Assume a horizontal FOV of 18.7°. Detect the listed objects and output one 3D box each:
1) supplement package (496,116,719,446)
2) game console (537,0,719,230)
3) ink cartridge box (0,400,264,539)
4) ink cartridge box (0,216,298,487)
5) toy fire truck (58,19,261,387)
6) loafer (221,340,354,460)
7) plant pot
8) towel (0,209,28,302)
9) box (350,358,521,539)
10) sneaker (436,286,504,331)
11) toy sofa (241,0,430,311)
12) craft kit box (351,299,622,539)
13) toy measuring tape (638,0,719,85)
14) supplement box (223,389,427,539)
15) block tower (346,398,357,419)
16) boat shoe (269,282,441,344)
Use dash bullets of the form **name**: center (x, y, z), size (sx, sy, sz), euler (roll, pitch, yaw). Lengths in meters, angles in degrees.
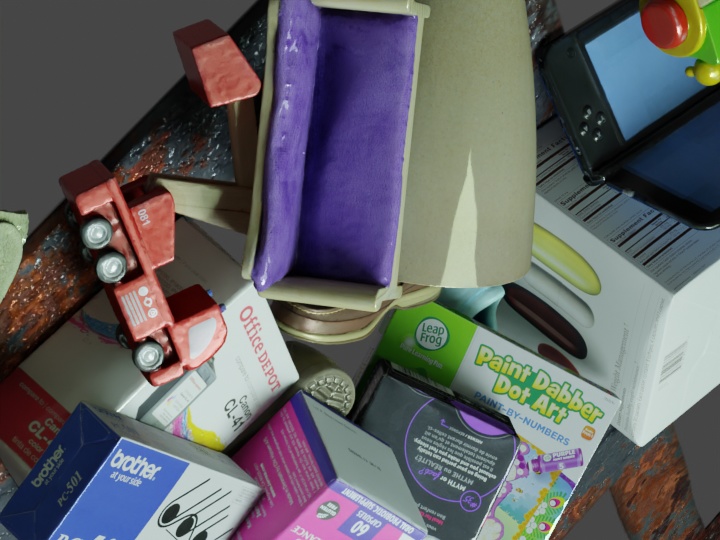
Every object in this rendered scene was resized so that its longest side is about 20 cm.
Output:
- **supplement package**: center (0.217, -0.005, 1.824), size (0.147, 0.200, 0.192), euler (-33, 147, -30)
- **game console**: center (0.267, -0.143, 1.743), size (0.200, 0.118, 0.171), euler (-33, 104, -33)
- **ink cartridge box**: center (-0.147, 0.153, 1.446), size (0.094, 0.044, 0.200), euler (-53, 151, 2)
- **ink cartridge box**: center (-0.150, 0.084, 1.496), size (0.200, 0.086, 0.148), euler (-42, 150, -14)
- **toy fire truck**: center (-0.110, -0.040, 1.377), size (0.140, 0.049, 0.201), euler (-26, 115, -11)
- **loafer**: center (-0.089, 0.128, 1.615), size (0.200, 0.068, 0.076), euler (-40, 130, 10)
- **plant pot**: center (0.044, -0.115, 1.486), size (0.187, 0.187, 0.201), euler (-12, 119, -51)
- **towel**: center (-0.281, 0.045, 1.305), size (0.148, 0.036, 0.201), euler (1, 122, -56)
- **box**: center (0.027, 0.186, 1.681), size (0.106, 0.122, 0.201), euler (-101, -143, -86)
- **sneaker**: center (0.075, 0.073, 1.826), size (0.074, 0.082, 0.201), euler (-31, 146, -32)
- **toy sofa**: center (-0.014, -0.078, 1.375), size (0.098, 0.082, 0.201), euler (-7, 104, -75)
- **craft kit box**: center (0.077, 0.143, 1.755), size (0.198, 0.199, 0.049), euler (-63, -174, 1)
- **toy measuring tape**: center (0.241, -0.238, 1.708), size (0.073, 0.073, 0.201), euler (-31, 109, -34)
- **supplement box**: center (-0.065, 0.202, 1.568), size (0.200, 0.104, 0.101), euler (-44, 128, 15)
- **block tower**: center (-0.070, 0.163, 1.695), size (0.054, 0.058, 0.201), euler (-10, 130, -52)
- **boat shoe**: center (0.001, 0.000, 1.649), size (0.200, 0.072, 0.068), euler (-24, 137, -52)
